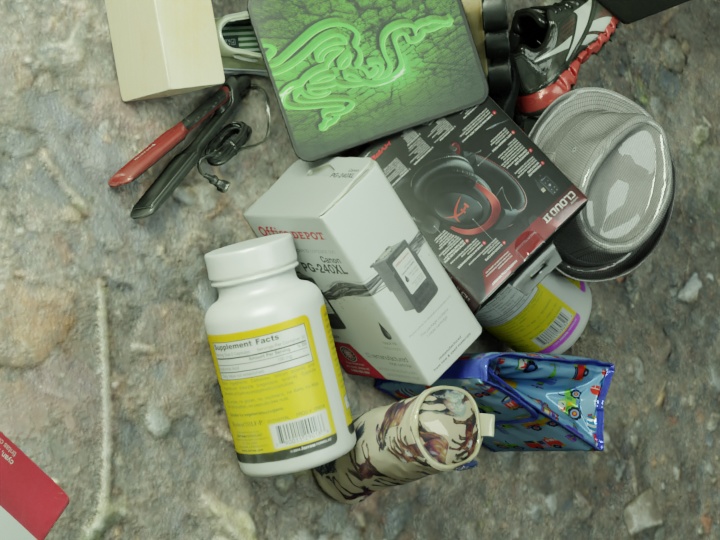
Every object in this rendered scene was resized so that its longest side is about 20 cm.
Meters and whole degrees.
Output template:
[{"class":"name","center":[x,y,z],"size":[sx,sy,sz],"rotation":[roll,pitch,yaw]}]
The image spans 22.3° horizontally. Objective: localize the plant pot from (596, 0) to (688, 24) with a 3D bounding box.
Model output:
[{"class":"plant pot","center":[0.315,-0.385,1.945],"size":[0.178,0.198,0.200],"rotation":[58,38,-20]}]

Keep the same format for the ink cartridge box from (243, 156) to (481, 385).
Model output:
[{"class":"ink cartridge box","center":[0.000,0.000,1.684],"size":[0.083,0.145,0.201],"rotation":[-44,114,-24]}]

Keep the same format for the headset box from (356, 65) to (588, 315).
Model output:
[{"class":"headset box","center":[0.104,-0.065,1.707],"size":[0.149,0.075,0.200],"rotation":[-43,84,-12]}]

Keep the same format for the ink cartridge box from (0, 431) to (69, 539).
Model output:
[{"class":"ink cartridge box","center":[-0.349,0.206,1.351],"size":[0.145,0.145,0.201],"rotation":[49,56,-27]}]

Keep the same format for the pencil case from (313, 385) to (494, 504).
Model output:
[{"class":"pencil case","center":[0.034,0.162,1.675],"size":[0.089,0.200,0.079],"rotation":[18,66,-27]}]

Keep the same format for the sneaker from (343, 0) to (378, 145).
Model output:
[{"class":"sneaker","center":[0.004,-0.185,1.742],"size":[0.077,0.073,0.201],"rotation":[-38,130,-34]}]

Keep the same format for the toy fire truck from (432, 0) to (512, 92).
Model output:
[{"class":"toy fire truck","center":[0.077,-0.290,1.804],"size":[0.176,0.127,0.202],"rotation":[74,12,-65]}]

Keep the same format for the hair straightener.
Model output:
[{"class":"hair straightener","center":[-0.143,-0.106,1.648],"size":[0.200,0.041,0.077],"rotation":[-49,117,-39]}]

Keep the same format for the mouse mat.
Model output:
[{"class":"mouse mat","center":[0.009,-0.202,1.662],"size":[0.198,0.008,0.162],"rotation":[-20,93,-14]}]

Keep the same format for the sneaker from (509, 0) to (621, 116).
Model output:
[{"class":"sneaker","center":[0.214,-0.259,1.956],"size":[0.201,0.070,0.098],"rotation":[-53,121,-31]}]

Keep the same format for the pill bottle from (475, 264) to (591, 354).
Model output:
[{"class":"pill bottle","center":[0.137,0.003,1.838],"size":[0.200,0.104,0.105],"rotation":[36,63,-33]}]

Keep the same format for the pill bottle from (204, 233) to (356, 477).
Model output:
[{"class":"pill bottle","center":[-0.077,0.074,1.633],"size":[0.111,0.111,0.202],"rotation":[-18,98,-41]}]

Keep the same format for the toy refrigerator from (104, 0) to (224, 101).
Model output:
[{"class":"toy refrigerator","center":[-0.179,-0.256,1.599],"size":[0.070,0.076,0.202],"rotation":[-12,93,-42]}]

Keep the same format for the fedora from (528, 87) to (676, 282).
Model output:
[{"class":"fedora","center":[0.249,-0.089,1.800],"size":[0.176,0.090,0.201],"rotation":[35,75,-14]}]

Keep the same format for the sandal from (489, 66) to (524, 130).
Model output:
[{"class":"sandal","center":[0.133,-0.131,1.841],"size":[0.045,0.075,0.201],"rotation":[46,33,-31]}]

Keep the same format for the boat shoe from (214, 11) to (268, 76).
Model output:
[{"class":"boat shoe","center":[-0.076,-0.213,1.696],"size":[0.199,0.062,0.073],"rotation":[-17,97,-42]}]

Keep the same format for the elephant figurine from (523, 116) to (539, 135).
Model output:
[{"class":"elephant figurine","center":[0.227,-0.112,1.934],"size":[0.140,0.156,0.201],"rotation":[21,54,2]}]

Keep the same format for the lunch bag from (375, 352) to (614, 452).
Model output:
[{"class":"lunch bag","center":[0.125,0.112,1.784],"size":[0.199,0.150,0.095],"rotation":[21,72,-39]}]
